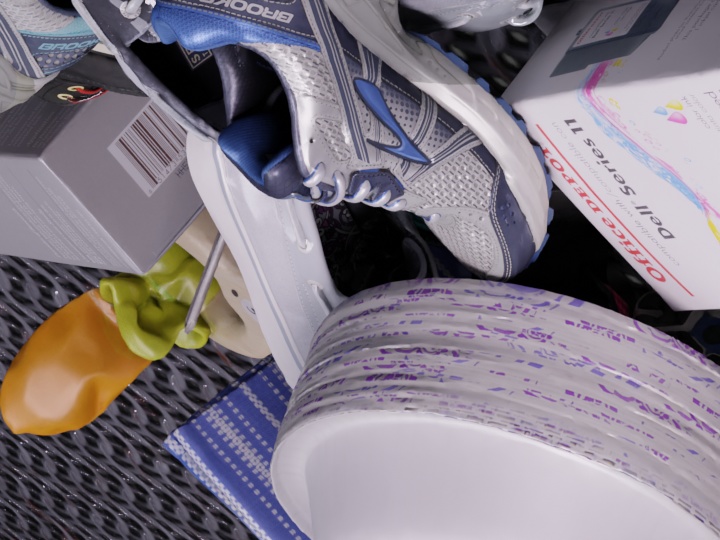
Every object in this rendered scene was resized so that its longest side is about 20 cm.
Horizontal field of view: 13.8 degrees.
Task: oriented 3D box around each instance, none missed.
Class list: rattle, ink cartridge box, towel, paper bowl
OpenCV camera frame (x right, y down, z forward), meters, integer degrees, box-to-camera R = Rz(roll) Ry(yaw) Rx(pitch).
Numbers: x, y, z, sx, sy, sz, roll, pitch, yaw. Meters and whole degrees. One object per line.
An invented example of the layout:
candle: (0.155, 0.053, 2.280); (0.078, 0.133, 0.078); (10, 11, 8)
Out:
rattle: (-0.090, 0.027, 1.504); (0.200, 0.143, 0.130); (22, 136, 50)
ink cartridge box: (0.130, -0.046, 1.078); (0.117, 0.067, 0.200); (46, 158, -19)
towel: (0.025, 0.076, 1.311); (0.145, 0.200, 0.024); (46, 140, 9)
paper bowl: (0.062, 0.097, 1.168); (0.201, 0.104, 0.201); (15, 153, 8)

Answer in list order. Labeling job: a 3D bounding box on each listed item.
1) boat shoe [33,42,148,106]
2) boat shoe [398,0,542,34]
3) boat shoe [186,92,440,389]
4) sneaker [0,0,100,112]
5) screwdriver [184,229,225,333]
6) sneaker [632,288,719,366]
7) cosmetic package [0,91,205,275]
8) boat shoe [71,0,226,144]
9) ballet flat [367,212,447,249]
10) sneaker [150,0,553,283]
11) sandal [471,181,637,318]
boat shoe: (-0.119, -0.107, 1.306); (0.201, 0.074, 0.063); (29, 134, 56)
boat shoe: (0.035, -0.122, 1.094); (0.071, 0.070, 0.201); (28, 166, -30)
boat shoe: (0.000, 0.000, 1.220); (0.068, 0.072, 0.200); (15, 140, 42)
sneaker: (-0.162, -0.134, 1.107); (0.086, 0.078, 0.200); (-24, 148, 25)
screwdriver: (-0.042, -0.054, 1.259); (0.028, 0.029, 0.200); (36, 128, 23)
sneaker: (0.197, 0.078, 1.217); (0.200, 0.079, 0.089); (37, 155, 25)
cosmetic package: (-0.149, -0.067, 1.438); (0.090, 0.107, 0.200); (49, 158, -26)
boat shoe: (-0.079, -0.113, 1.078); (0.068, 0.072, 0.200); (48, 170, 39)
ballet flat: (0.006, -0.059, 1.280); (0.200, 0.074, 0.074); (28, 157, 28)
sneaker: (-0.009, -0.053, 1.077); (0.077, 0.085, 0.200); (13, 151, 53)
sandal: (0.078, 0.017, 1.227); (0.200, 0.075, 0.045); (67, -172, -67)
